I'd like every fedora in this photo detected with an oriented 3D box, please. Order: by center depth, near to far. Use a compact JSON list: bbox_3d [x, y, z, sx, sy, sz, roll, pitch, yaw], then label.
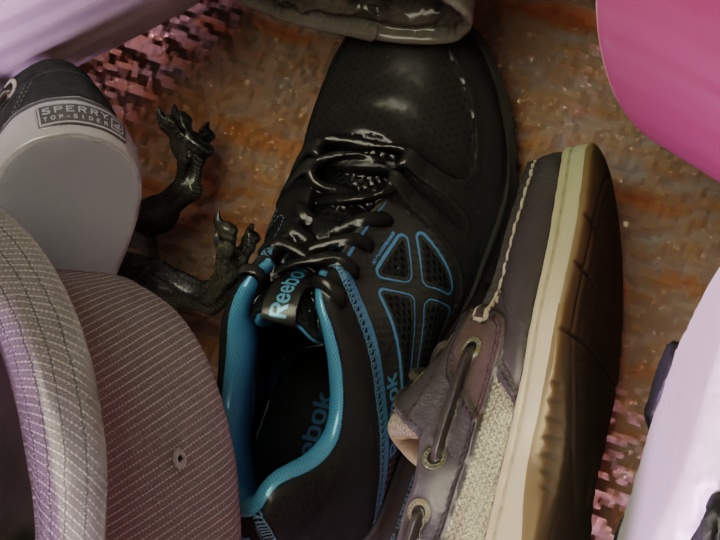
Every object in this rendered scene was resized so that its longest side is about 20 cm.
[{"bbox_3d":[-0.096,0.080,0.772,0.176,0.090,0.202,-6,86,54],"label":"fedora"}]

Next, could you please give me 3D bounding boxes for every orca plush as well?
[{"bbox_3d":[0.112,0.090,0.735,0.071,0.105,0.202,14,99,-4],"label":"orca plush"}]

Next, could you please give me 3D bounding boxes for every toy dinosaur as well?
[{"bbox_3d":[-0.075,0.001,0.876,0.088,0.047,0.200,-48,62,21],"label":"toy dinosaur"}]

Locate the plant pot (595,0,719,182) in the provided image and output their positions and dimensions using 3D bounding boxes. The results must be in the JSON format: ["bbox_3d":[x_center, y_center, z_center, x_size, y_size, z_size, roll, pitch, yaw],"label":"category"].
[{"bbox_3d":[0.173,-0.075,0.730,0.178,0.200,0.201,22,81,42],"label":"plant pot"}]

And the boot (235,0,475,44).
[{"bbox_3d":[-0.030,-0.187,0.839,0.180,0.073,0.201,15,77,-4],"label":"boot"}]

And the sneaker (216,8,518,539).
[{"bbox_3d":[0.000,0.000,0.824,0.073,0.082,0.202,4,74,23],"label":"sneaker"}]

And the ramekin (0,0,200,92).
[{"bbox_3d":[-0.114,-0.162,0.860,0.094,0.202,0.204,-17,67,11],"label":"ramekin"}]

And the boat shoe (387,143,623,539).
[{"bbox_3d":[0.039,0.050,0.785,0.065,0.072,0.202,0,63,19],"label":"boat shoe"}]

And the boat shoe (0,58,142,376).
[{"bbox_3d":[-0.124,0.022,0.855,0.201,0.068,0.057,-62,27,26],"label":"boat shoe"}]
